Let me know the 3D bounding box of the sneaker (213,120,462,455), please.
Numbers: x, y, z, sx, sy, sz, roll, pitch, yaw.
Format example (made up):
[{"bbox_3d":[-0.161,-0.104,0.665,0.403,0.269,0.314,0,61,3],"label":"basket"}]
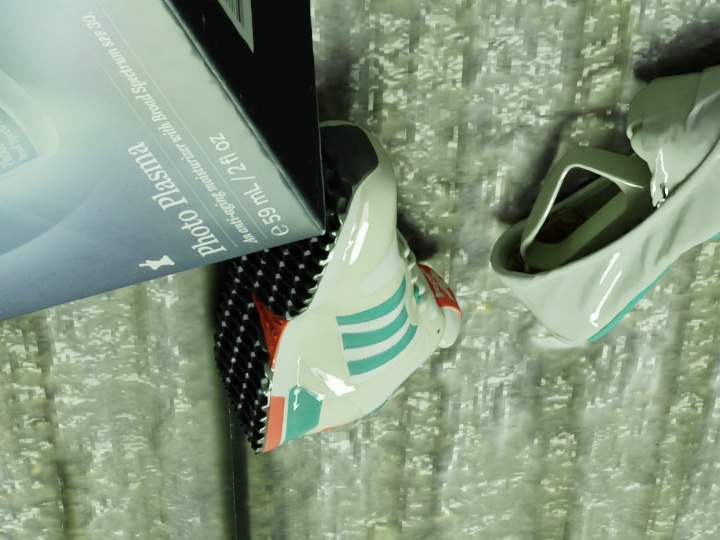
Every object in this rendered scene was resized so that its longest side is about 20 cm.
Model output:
[{"bbox_3d":[0.000,0.001,1.138,0.093,0.071,0.200,-12,147,-22],"label":"sneaker"}]

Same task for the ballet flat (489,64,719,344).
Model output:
[{"bbox_3d":[0.119,-0.037,1.096,0.069,0.070,0.200,16,141,-28],"label":"ballet flat"}]

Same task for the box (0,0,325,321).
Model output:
[{"bbox_3d":[-0.138,-0.082,0.936,0.198,0.124,0.200,-15,144,15],"label":"box"}]
